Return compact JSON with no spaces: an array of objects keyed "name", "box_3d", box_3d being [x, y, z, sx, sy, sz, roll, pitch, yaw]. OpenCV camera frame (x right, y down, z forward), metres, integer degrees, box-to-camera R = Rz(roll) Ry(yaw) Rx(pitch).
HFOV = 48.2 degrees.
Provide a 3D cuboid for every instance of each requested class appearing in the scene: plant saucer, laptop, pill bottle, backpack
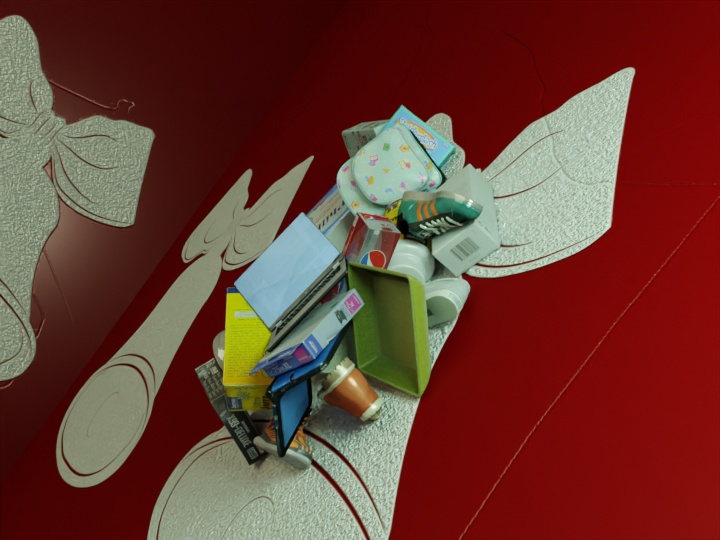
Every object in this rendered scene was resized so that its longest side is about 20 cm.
[{"name":"plant saucer","box_3d":[0.054,0.088,1.335,0.048,0.201,0.200,-12,13,-29]},{"name":"laptop","box_3d":[-0.126,0.014,1.381,0.187,0.116,0.200,-46,8,5]},{"name":"pill bottle","box_3d":[0.089,-0.044,1.515,0.109,0.109,0.200,-35,28,32]},{"name":"backpack","box_3d":[0.054,-0.182,1.650,0.200,0.176,0.153,-37,-12,13]}]

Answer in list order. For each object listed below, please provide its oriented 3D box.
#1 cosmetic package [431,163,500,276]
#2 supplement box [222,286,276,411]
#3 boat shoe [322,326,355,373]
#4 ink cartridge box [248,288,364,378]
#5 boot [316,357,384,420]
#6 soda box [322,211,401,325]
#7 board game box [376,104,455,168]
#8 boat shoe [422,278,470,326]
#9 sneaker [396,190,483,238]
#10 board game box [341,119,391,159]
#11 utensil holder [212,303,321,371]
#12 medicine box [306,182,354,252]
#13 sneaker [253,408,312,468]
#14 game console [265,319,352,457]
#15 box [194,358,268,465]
[{"name":"cosmetic package","box_3d":[0.186,-0.093,1.457,0.101,0.071,0.200,-37,27,28]},{"name":"supplement box","box_3d":[-0.190,0.142,1.470,0.109,0.109,0.201,96,172,-56]},{"name":"boat shoe","box_3d":[-0.030,0.113,1.539,0.062,0.075,0.200,4,51,47]},{"name":"ink cartridge box","box_3d":[-0.086,0.110,1.318,0.119,0.042,0.200,-28,10,41]},{"name":"boot","box_3d":[-0.013,0.216,1.363,0.075,0.107,0.200,-45,-6,-12]},{"name":"soda box","box_3d":[0.000,0.000,1.442,0.063,0.070,0.201,55,130,51]},{"name":"board game box","box_3d":[0.086,-0.233,1.750,0.200,0.152,0.045,-50,-7,0]},{"name":"boat shoe","box_3d":[0.114,0.057,1.389,0.072,0.070,0.200,-45,16,-35]},{"name":"sneaker","box_3d":[0.132,-0.090,1.386,0.200,0.071,0.080,9,79,58]},{"name":"board game box","box_3d":[0.040,-0.271,1.890,0.064,0.148,0.200,-26,16,-17]},{"name":"utensil holder","box_3d":[-0.178,0.136,1.666,0.200,0.170,0.170,-43,24,15]},{"name":"medicine box","box_3d":[-0.055,-0.092,1.861,0.182,0.103,0.200,-45,23,13]},{"name":"sneaker","box_3d":[-0.125,0.285,1.459,0.112,0.077,0.200,-59,24,-16]},{"name":"game console","box_3d":[-0.076,0.191,1.361,0.170,0.119,0.200,-31,11,21]},{"name":"box","box_3d":[-0.259,0.277,1.609,0.050,0.158,0.200,-31,19,-12]}]
